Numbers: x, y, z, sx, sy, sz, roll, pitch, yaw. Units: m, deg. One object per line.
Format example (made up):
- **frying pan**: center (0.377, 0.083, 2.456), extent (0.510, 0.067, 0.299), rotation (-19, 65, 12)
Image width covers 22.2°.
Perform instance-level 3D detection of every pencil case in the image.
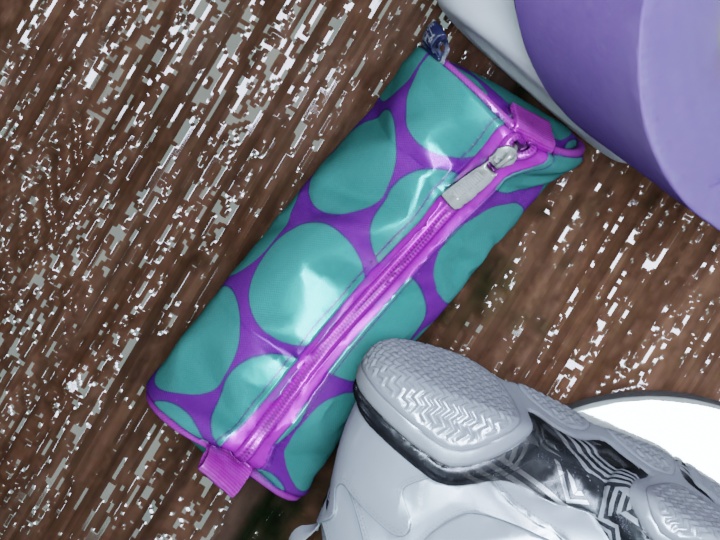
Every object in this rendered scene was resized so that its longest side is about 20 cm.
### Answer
- **pencil case**: center (0.000, 0.000, 0.768), extent (0.085, 0.092, 0.200), rotation (37, 97, -17)

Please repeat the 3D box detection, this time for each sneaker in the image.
- **sneaker**: center (0.070, 0.117, 0.737), extent (0.200, 0.075, 0.115), rotation (27, 106, -4)

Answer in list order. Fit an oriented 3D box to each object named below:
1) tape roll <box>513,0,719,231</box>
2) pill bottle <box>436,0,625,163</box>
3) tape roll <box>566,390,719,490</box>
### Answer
- **tape roll**: center (0.160, -0.114, 0.651), extent (0.200, 0.085, 0.200), rotation (-13, 122, -22)
- **pill bottle**: center (0.133, -0.150, 0.740), extent (0.113, 0.113, 0.200), rotation (42, 95, 4)
- **tape roll**: center (0.125, 0.152, 0.784), extent (0.203, 0.037, 0.203), rotation (0, 90, 7)
